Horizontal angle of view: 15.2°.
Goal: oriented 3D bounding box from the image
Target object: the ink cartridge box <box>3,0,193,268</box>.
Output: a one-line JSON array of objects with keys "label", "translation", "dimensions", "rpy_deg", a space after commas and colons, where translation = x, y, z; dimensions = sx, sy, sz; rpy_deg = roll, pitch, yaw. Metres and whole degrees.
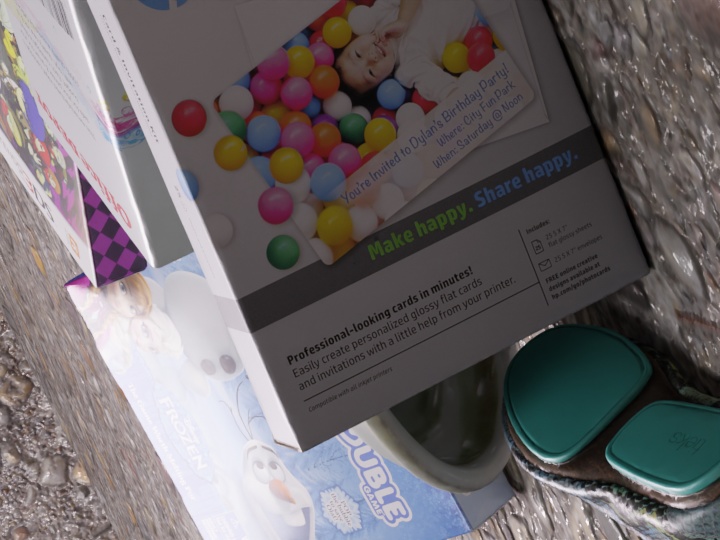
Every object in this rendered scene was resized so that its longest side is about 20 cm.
[{"label": "ink cartridge box", "translation": [-0.079, -0.137, 1.188], "dimensions": [0.145, 0.144, 0.201], "rpy_deg": [50, 160, 44]}]

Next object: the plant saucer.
[{"label": "plant saucer", "translation": [0.000, 0.000, 1.113], "dimensions": [0.200, 0.050, 0.201], "rpy_deg": [47, -147, -43]}]

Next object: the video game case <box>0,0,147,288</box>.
[{"label": "video game case", "translation": [-0.170, -0.120, 1.379], "dimensions": [0.181, 0.036, 0.201], "rpy_deg": [51, 155, 41]}]

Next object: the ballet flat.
[{"label": "ballet flat", "translation": [0.111, 0.075, 1.015], "dimensions": [0.075, 0.074, 0.200], "rpy_deg": [69, 170, -18]}]

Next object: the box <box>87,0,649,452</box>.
[{"label": "box", "translation": [0.001, -0.058, 0.994], "dimensions": [0.201, 0.155, 0.041], "rpy_deg": [67, 163, -9]}]

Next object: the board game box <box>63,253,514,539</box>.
[{"label": "board game box", "translation": [-0.042, 0.061, 1.406], "dimensions": [0.198, 0.043, 0.201], "rpy_deg": [-23, 98, 47]}]
